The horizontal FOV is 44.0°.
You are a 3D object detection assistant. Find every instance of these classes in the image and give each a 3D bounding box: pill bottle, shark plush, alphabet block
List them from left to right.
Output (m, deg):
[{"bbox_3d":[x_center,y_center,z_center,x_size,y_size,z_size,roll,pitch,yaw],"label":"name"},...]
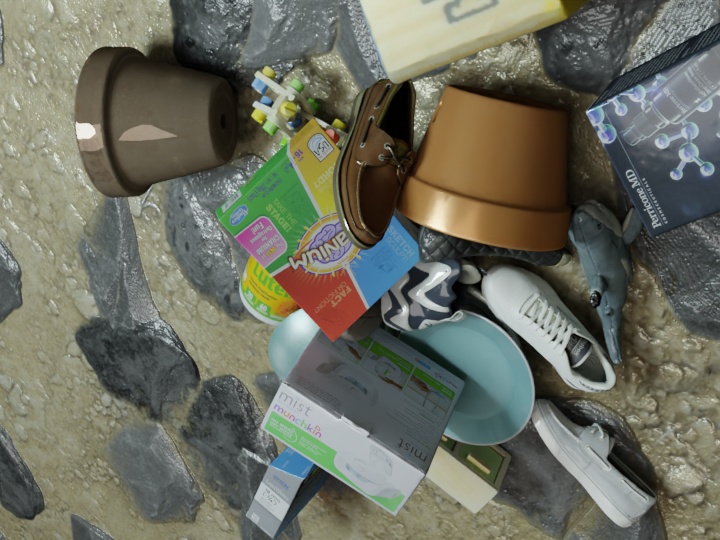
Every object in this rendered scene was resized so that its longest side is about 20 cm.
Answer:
[{"bbox_3d":[-0.088,-0.030,1.211,0.110,0.111,0.202,35,129,11],"label":"pill bottle"},{"bbox_3d":[0.112,-0.326,0.871,0.197,0.195,0.200,-13,110,36],"label":"alphabet block"},{"bbox_3d":[0.268,0.012,1.020,0.089,0.083,0.204,10,120,24],"label":"shark plush"}]

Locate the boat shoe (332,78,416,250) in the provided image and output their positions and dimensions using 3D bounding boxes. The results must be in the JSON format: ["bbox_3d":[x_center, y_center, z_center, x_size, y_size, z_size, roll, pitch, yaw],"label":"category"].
[{"bbox_3d":[0.020,-0.123,0.951,0.071,0.204,0.067,26,147,-38],"label":"boat shoe"}]

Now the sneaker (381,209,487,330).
[{"bbox_3d":[0.096,-0.028,1.088,0.127,0.079,0.204,1,78,26],"label":"sneaker"}]

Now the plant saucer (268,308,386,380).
[{"bbox_3d":[-0.034,0.131,1.250,0.196,0.039,0.204,1,130,1],"label":"plant saucer"}]

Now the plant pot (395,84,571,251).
[{"bbox_3d":[0.145,-0.119,0.973,0.197,0.199,0.143,19,108,23],"label":"plant pot"}]

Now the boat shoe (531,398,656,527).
[{"bbox_3d":[0.297,0.235,1.139,0.068,0.072,0.201,-42,82,19],"label":"boat shoe"}]

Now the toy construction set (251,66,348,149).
[{"bbox_3d":[-0.052,-0.163,1.095,0.092,0.131,0.201,-43,52,6],"label":"toy construction set"}]

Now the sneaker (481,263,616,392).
[{"bbox_3d":[0.228,0.066,1.064,0.199,0.081,0.077,41,92,-2],"label":"sneaker"}]

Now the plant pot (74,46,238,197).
[{"bbox_3d":[-0.263,-0.200,1.199,0.170,0.201,0.204,2,117,13],"label":"plant pot"}]

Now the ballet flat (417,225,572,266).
[{"bbox_3d":[0.156,-0.027,1.037,0.195,0.067,0.058,8,106,-17],"label":"ballet flat"}]

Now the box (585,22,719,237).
[{"bbox_3d":[0.348,-0.150,0.868,0.198,0.107,0.150,-25,101,40],"label":"box"}]

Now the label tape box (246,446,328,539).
[{"bbox_3d":[-0.087,0.296,1.367,0.063,0.144,0.202,35,128,13],"label":"label tape box"}]

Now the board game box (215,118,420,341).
[{"bbox_3d":[-0.042,-0.043,1.006,0.153,0.040,0.200,-42,113,2],"label":"board game box"}]

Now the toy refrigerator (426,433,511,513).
[{"bbox_3d":[0.108,0.236,1.239,0.199,0.076,0.070,38,129,2],"label":"toy refrigerator"}]

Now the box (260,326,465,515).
[{"bbox_3d":[0.007,0.164,1.099,0.198,0.177,0.098,31,129,2],"label":"box"}]

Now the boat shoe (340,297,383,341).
[{"bbox_3d":[0.000,0.000,1.136,0.072,0.203,0.074,-12,141,43],"label":"boat shoe"}]

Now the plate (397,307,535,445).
[{"bbox_3d":[0.135,0.133,1.147,0.197,0.026,0.204,16,123,26],"label":"plate"}]

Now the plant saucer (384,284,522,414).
[{"bbox_3d":[0.127,0.093,1.179,0.196,0.050,0.204,15,121,26],"label":"plant saucer"}]
